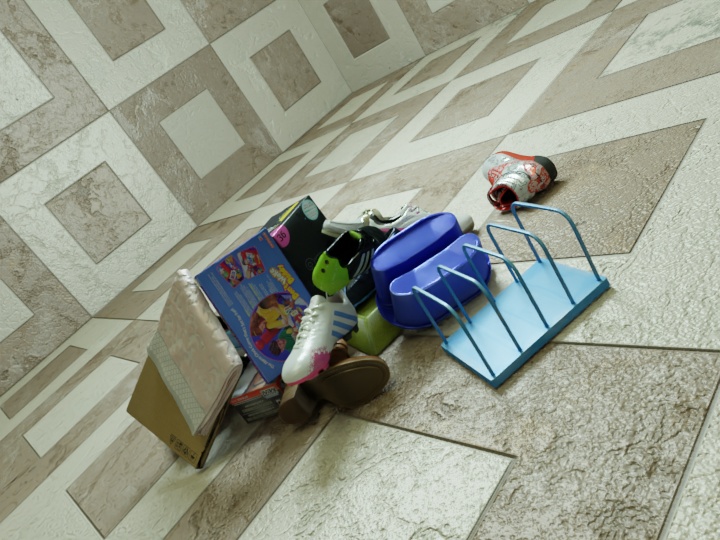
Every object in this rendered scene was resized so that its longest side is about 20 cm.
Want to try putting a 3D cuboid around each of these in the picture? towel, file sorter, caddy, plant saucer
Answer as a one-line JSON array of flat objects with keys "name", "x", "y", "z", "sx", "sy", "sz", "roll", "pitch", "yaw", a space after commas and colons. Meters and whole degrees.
[{"name": "towel", "x": -0.270, "y": 0.134, "z": 0.952, "sx": 0.032, "sy": 0.201, "sz": 0.192, "roll": -8, "pitch": -40, "yaw": -47}, {"name": "file sorter", "x": 0.185, "y": 0.021, "z": 0.777, "sx": 0.199, "sy": 0.123, "sz": 0.139, "roll": -39, "pitch": 21, "yaw": -8}, {"name": "caddy", "x": 0.110, "y": 0.005, "z": 0.940, "sx": 0.198, "sy": 0.106, "sz": 0.142, "roll": -32, "pitch": 47, "yaw": -7}, {"name": "plant saucer", "x": 0.036, "y": 0.047, "z": 1.055, "sx": 0.199, "sy": 0.048, "sz": 0.199, "roll": -43, "pitch": 22, "yaw": -17}]

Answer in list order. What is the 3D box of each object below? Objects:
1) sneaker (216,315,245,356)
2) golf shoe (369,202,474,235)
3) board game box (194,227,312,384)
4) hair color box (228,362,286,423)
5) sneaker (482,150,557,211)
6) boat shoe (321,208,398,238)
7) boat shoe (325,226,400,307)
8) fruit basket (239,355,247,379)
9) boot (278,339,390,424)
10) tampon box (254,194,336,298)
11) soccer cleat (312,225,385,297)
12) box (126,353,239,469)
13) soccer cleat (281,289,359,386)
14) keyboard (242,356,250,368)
[{"name": "sneaker", "x": -0.178, "y": 0.092, "z": 1.021, "sx": 0.197, "sy": 0.091, "sz": 0.079, "roll": -15, "pitch": 33, "yaw": 5}, {"name": "golf shoe", "x": 0.111, "y": -0.083, "z": 1.099, "sx": 0.196, "sy": 0.094, "sz": 0.073, "roll": -13, "pitch": 11, "yaw": 2}, {"name": "board game box", "x": -0.152, "y": 0.055, "z": 0.947, "sx": 0.134, "sy": 0.202, "sz": 0.045, "roll": -35, "pitch": 6, "yaw": -17}, {"name": "hair color box", "x": -0.141, "y": 0.165, "z": 1.057, "sx": 0.110, "sy": 0.064, "sz": 0.201, "roll": -23, "pitch": 25, "yaw": 27}, {"name": "sneaker", "x": 0.266, "y": -0.168, "z": 1.128, "sx": 0.107, "sy": 0.068, "sz": 0.201, "roll": -38, "pitch": 23, "yaw": -14}, {"name": "boat shoe", "x": 0.021, "y": -0.088, "z": 1.171, "sx": 0.197, "sy": 0.070, "sz": 0.075, "roll": 5, "pitch": 10, "yaw": -21}, {"name": "boat shoe", "x": 0.000, "y": 0.000, "z": 1.044, "sx": 0.200, "sy": 0.069, "sz": 0.084, "roll": -42, "pitch": 22, "yaw": -16}, {"name": "fruit basket", "x": -0.299, "y": 0.226, "z": 1.132, "sx": 0.200, "sy": 0.094, "sz": 0.184, "roll": -45, "pitch": 23, "yaw": -16}, {"name": "boot", "x": -0.032, "y": 0.150, "z": 0.929, "sx": 0.199, "sy": 0.077, "sz": 0.156, "roll": -34, "pitch": 16, "yaw": 25}, {"name": "tampon box", "x": -0.114, "y": -0.014, "z": 1.187, "sx": 0.125, "sy": 0.201, "sz": 0.151, "roll": -23, "pitch": 24, "yaw": 40}, {"name": "soccer cleat", "x": -0.007, "y": -0.033, "z": 0.935, "sx": 0.200, "sy": 0.067, "sz": 0.082, "roll": -44, "pitch": -19, "yaw": -51}, {"name": "box", "x": -0.310, "y": 0.215, "z": 1.025, "sx": 0.198, "sy": 0.021, "sz": 0.166, "roll": 24, "pitch": 92, "yaw": 31}, {"name": "soccer cleat", "x": -0.068, "y": 0.091, "z": 0.876, "sx": 0.069, "sy": 0.087, "sz": 0.200, "roll": -17, "pitch": 14, "yaw": 29}, {"name": "keyboard", "x": -0.242, "y": 0.148, "z": 1.079, "sx": 0.199, "sy": 0.021, "sz": 0.127, "roll": -38, "pitch": 44, "yaw": -15}]
